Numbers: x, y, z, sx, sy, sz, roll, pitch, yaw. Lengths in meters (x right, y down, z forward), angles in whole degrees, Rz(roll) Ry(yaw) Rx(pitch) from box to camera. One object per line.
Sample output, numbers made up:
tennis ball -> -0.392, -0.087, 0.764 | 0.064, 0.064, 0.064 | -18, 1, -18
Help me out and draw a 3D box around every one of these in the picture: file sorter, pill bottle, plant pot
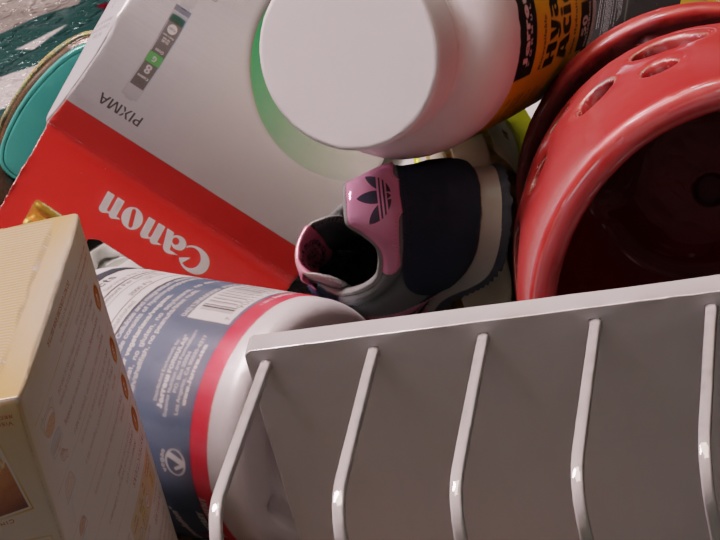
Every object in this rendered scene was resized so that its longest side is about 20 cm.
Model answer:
file sorter -> 0.057, 0.104, 0.915 | 0.199, 0.139, 0.125 | -8, 29, 14
pill bottle -> -0.093, 0.061, 1.097 | 0.199, 0.120, 0.120 | 8, 34, 39
pill bottle -> 0.030, -0.111, 1.051 | 0.111, 0.112, 0.200 | -3, 12, 23
plant pot -> 0.163, -0.019, 1.034 | 0.199, 0.201, 0.183 | -13, 23, 4

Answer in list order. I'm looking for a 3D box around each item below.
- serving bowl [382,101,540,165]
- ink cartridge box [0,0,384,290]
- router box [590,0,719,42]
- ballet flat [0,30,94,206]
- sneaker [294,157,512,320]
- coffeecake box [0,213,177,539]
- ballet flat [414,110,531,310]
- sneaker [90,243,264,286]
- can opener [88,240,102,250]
serving bowl -> 0.075, -0.048, 1.235 | 0.199, 0.066, 0.201 | -13, 40, 11
ink cartridge box -> -0.076, -0.064, 1.200 | 0.201, 0.161, 0.050 | -63, 18, -17
router box -> 0.193, -0.088, 1.217 | 0.157, 0.052, 0.200 | 29, 29, -7
ballet flat -> -0.179, -0.046, 1.303 | 0.070, 0.201, 0.071 | 22, 11, -4
sneaker -> 0.000, 0.000, 1.095 | 0.082, 0.200, 0.071 | 4, 63, -19
coffeecake box -> -0.130, 0.104, 0.938 | 0.073, 0.201, 0.154 | -11, 26, 7
ballet flat -> 0.060, -0.025, 1.137 | 0.066, 0.067, 0.201 | -10, 62, 9
sneaker -> -0.069, -0.004, 1.269 | 0.200, 0.074, 0.088 | -41, 57, -20
can opener -> -0.091, -0.068, 1.295 | 0.067, 0.201, 0.053 | 15, 21, -37
